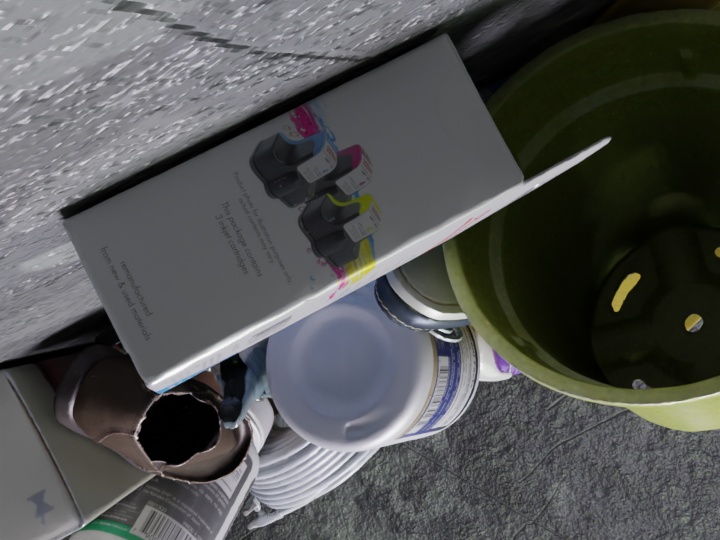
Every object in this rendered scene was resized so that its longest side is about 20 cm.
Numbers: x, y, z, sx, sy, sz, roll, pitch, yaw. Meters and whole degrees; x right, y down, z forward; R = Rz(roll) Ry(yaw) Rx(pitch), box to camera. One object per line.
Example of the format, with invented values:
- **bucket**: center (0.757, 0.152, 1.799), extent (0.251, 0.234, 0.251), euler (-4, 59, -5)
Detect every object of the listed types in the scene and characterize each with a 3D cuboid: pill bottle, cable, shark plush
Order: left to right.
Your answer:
- **pill bottle**: center (-0.156, 0.186, 0.858), extent (0.113, 0.113, 0.201), euler (-30, -158, 42)
- **shark plush**: center (-0.056, 0.067, 0.688), extent (0.091, 0.083, 0.200), euler (-43, 179, -3)
- **cable**: center (-0.044, 0.141, 0.991), extent (0.199, 0.069, 0.201), euler (-30, -156, 28)
- **pill bottle**: center (0.022, 0.064, 0.698), extent (0.110, 0.112, 0.200), euler (-29, 166, 15)

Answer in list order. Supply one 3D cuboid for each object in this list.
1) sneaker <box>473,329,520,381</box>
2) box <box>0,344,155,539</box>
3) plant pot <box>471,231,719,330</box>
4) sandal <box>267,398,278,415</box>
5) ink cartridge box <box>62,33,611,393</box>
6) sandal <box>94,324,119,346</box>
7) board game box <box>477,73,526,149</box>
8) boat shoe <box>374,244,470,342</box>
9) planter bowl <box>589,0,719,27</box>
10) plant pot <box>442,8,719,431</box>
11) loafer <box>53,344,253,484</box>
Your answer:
- **sneaker**: center (0.103, 0.001, 0.857), extent (0.083, 0.202, 0.081), euler (6, 154, -25)
- **box**: center (-0.232, 0.133, 0.696), extent (0.127, 0.110, 0.200), euler (-28, 177, 5)
- **plant pot**: center (0.170, -0.034, 0.754), extent (0.193, 0.202, 0.195), euler (-26, 177, -45)
- **sandal**: center (-0.095, 0.112, 0.973), extent (0.211, 0.078, 0.069), euler (-26, 175, 43)
- **ink cartridge box**: center (-0.011, -0.026, 0.412), extent (0.199, 0.068, 0.115), euler (-28, 178, -12)
- **sandal**: center (-0.117, 0.037, 0.725), extent (0.075, 0.048, 0.200), euler (-31, 176, 19)
- **board game box**: center (-0.011, -0.031, 0.599), extent (0.198, 0.044, 0.200), euler (-27, 176, -29)
- **boat shoe**: center (0.049, -0.002, 0.587), extent (0.062, 0.075, 0.200), euler (-43, -179, 26)
- **planter bowl**: center (0.229, -0.144, 0.544), extent (0.199, 0.084, 0.200), euler (-28, 178, -1)
- **plant pot**: center (0.168, -0.001, 0.532), extent (0.199, 0.202, 0.184), euler (-29, 148, 13)
- **loafer**: center (-0.123, 0.111, 0.670), extent (0.074, 0.070, 0.200), euler (-64, 152, -7)
